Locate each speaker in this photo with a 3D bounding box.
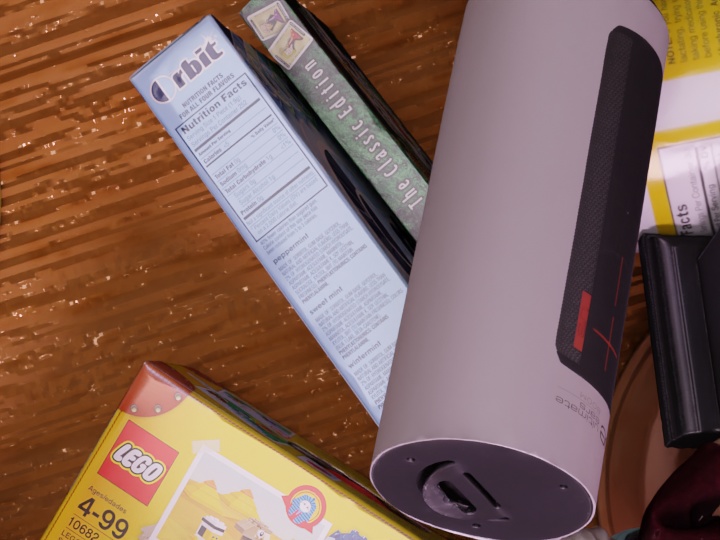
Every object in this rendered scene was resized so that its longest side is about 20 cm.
[{"bbox_3d":[0.059,-0.007,0.848,0.081,0.081,0.201,7,60,11],"label":"speaker"}]

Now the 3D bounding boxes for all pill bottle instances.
[{"bbox_3d":[0.146,-0.068,0.970,0.198,0.111,0.112,-10,84,10],"label":"pill bottle"}]

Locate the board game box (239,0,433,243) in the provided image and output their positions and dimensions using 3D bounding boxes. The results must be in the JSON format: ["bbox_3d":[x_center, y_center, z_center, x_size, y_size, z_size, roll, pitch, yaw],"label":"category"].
[{"bbox_3d":[0.026,-0.030,0.994,0.023,0.105,0.200,-38,79,4],"label":"board game box"}]

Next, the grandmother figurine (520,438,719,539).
[{"bbox_3d":[0.141,0.117,0.872,0.199,0.061,0.122,0,69,-26],"label":"grandmother figurine"}]

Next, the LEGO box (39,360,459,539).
[{"bbox_3d":[-0.038,0.154,1.006,0.199,0.077,0.150,31,92,12],"label":"LEGO box"}]

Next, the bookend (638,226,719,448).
[{"bbox_3d":[0.229,-0.012,0.868,0.198,0.199,0.093,2,62,-12],"label":"bookend"}]

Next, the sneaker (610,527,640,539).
[{"bbox_3d":[0.149,0.202,0.951,0.200,0.078,0.140,37,124,1],"label":"sneaker"}]

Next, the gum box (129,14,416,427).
[{"bbox_3d":[0.000,0.000,0.963,0.044,0.170,0.201,-37,81,7],"label":"gum box"}]

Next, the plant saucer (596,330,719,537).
[{"bbox_3d":[0.195,0.089,0.987,0.198,0.037,0.202,-1,86,10],"label":"plant saucer"}]
